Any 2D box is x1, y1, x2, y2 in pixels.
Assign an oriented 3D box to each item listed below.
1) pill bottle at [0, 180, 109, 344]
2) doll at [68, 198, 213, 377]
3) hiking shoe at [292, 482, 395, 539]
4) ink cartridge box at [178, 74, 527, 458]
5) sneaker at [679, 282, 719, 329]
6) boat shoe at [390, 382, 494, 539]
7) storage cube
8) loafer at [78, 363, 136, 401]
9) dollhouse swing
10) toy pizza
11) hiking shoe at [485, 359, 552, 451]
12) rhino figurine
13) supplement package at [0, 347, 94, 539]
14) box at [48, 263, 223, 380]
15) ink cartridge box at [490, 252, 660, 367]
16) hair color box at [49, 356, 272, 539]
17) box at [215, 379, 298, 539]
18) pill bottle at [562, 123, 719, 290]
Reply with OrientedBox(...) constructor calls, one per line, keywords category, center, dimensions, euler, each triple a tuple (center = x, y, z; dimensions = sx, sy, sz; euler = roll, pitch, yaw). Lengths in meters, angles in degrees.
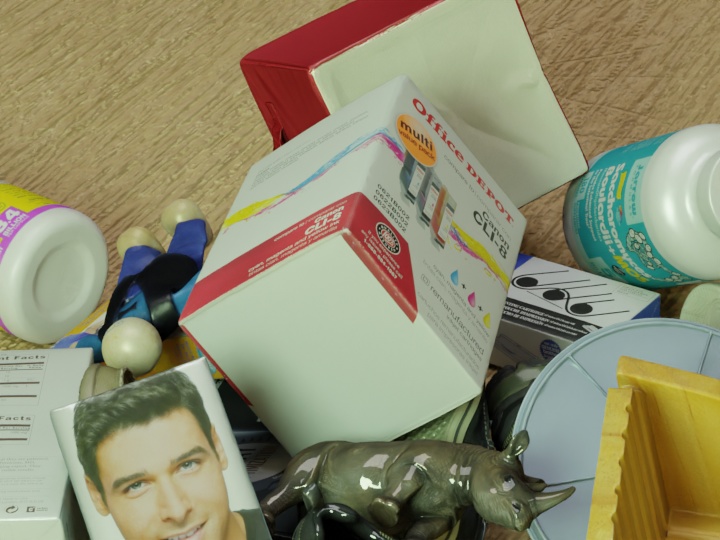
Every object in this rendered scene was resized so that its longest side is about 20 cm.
OrientedBox(category="pill bottle", center=(-0.293, -0.020, 1.788), dimensions=(0.199, 0.105, 0.104), euler=(20, 37, 37))
OrientedBox(category="doll", center=(-0.146, 0.022, 1.601), dimensions=(0.136, 0.049, 0.200), euler=(-31, 20, 13))
OrientedBox(category="hiking shoe", center=(0.025, 0.209, 1.297), dimensions=(0.076, 0.101, 0.200), euler=(-39, 68, -15))
OrientedBox(category="ink cartridge box", center=(0.000, 0.000, 1.523), dimensions=(0.144, 0.145, 0.200), euler=(-30, 23, 28))
OrientedBox(category="sneaker", center=(0.300, 0.063, 1.621), dimensions=(0.084, 0.075, 0.200), euler=(6, 16, -30))
OrientedBox(category="boat shoe", center=(0.052, 0.123, 1.505), dimensions=(0.074, 0.062, 0.201), euler=(-19, 38, 23))
OrientedBox(category="storage cube", center=(0.037, -0.117, 1.776), dimensions=(0.199, 0.172, 0.180), euler=(-28, 14, -14))
OrientedBox(category="loafer", center=(-0.117, 0.142, 1.439), dimensions=(0.067, 0.076, 0.201), euler=(-23, 69, 0))
OrientedBox(category="dollhouse swing", center=(0.232, 0.170, 1.312), dimensions=(0.175, 0.182, 0.200), euler=(-3, 39, 17))
OrientedBox(category="toy pizza", center=(0.192, 0.126, 1.465), dimensions=(0.199, 0.032, 0.201), euler=(1, 66, -2))
OrientedBox(category="hiking shoe", center=(0.184, 0.105, 1.541), dimensions=(0.199, 0.076, 0.101), euler=(-10, 46, 7))
OrientedBox(category="rhino figurine", center=(0.034, 0.133, 1.401), dimensions=(0.199, 0.060, 0.088), euler=(-6, 29, 26))
OrientedBox(category="supplement package", center=(-0.225, 0.146, 1.474), dimensions=(0.109, 0.114, 0.200), euler=(-2, 28, 1))
OrientedBox(category="box", center=(-0.116, 0.035, 1.660), dimensions=(0.199, 0.042, 0.119), euler=(-9, 23, 42))
OrientedBox(category="ink cartridge box", center=(0.111, 0.028, 1.716), dimensions=(0.199, 0.044, 0.094), euler=(17, 34, 33))
OrientedBox(category="hair color box", center=(-0.102, 0.163, 1.357), dimensions=(0.099, 0.061, 0.201), euler=(-19, 71, -7))
OrientedBox(category="box", center=(-0.059, 0.131, 1.554), dimensions=(0.159, 0.044, 0.200), euler=(7, 31, 18))
OrientedBox(category="pill bottle", center=(0.233, -0.045, 1.688), dimensions=(0.110, 0.111, 0.200), euler=(-16, 0, -21))
